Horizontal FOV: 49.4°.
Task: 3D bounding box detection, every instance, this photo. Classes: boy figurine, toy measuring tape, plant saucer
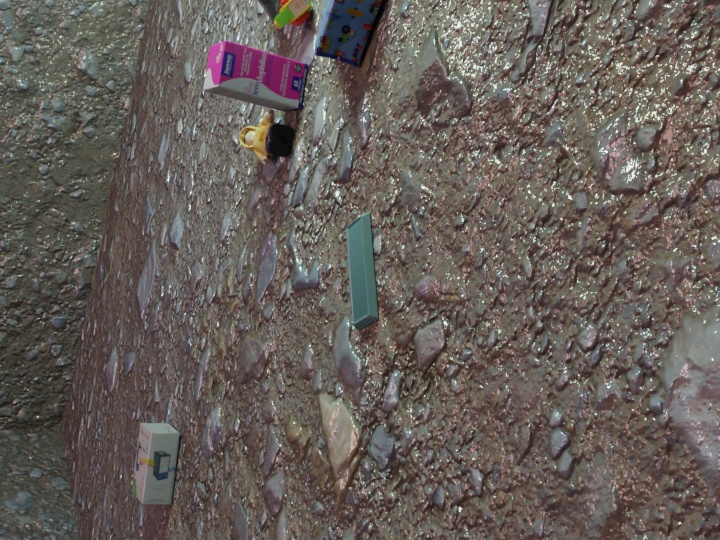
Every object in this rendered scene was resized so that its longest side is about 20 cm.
[{"bbox_3d":[-0.219,-0.309,1.807,0.200,0.064,0.126,23,106,58],"label":"boy figurine"},{"bbox_3d":[-0.116,-0.592,1.707,0.199,0.073,0.074,-28,57,36],"label":"toy measuring tape"},{"bbox_3d":[0.000,0.000,1.381,0.070,0.019,0.202,-35,54,53],"label":"plant saucer"}]

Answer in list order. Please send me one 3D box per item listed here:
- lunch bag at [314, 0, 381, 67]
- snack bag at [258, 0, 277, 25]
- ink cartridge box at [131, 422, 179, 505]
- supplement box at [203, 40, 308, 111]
[{"bbox_3d":[-0.037,-0.512,1.521,0.201,0.093,0.151,-107,34,-52],"label":"lunch bag"},{"bbox_3d":[-0.244,-0.716,1.856,0.021,0.200,0.190,-9,67,17],"label":"snack bag"},{"bbox_3d":[-0.579,0.542,2.209,0.145,0.087,0.202,4,85,61],"label":"ink cartridge box"},{"bbox_3d":[-0.228,-0.421,1.708,0.103,0.198,0.102,14,96,61],"label":"supplement box"}]
